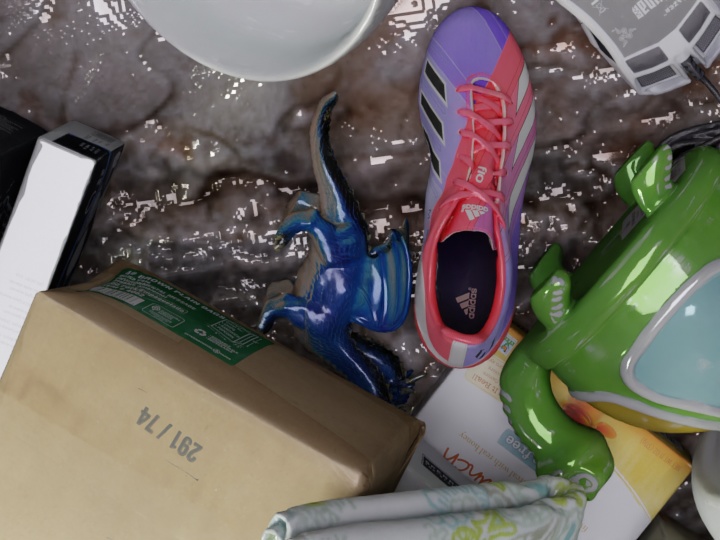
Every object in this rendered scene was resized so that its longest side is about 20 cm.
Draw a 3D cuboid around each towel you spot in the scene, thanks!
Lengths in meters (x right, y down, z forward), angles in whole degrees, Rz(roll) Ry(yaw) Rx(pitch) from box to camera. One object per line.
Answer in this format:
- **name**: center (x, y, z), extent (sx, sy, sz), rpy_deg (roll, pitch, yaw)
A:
- **towel**: center (0.018, 0.190, 1.116), extent (0.200, 0.048, 0.172), rpy_deg (-2, 119, -39)

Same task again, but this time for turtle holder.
- **turtle holder**: center (0.156, 0.030, 1.176), extent (0.132, 0.141, 0.186), rpy_deg (40, 75, -2)

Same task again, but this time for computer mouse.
- **computer mouse**: center (0.163, -0.139, 1.222), extent (0.110, 0.044, 0.200), rpy_deg (-36, 101, 13)

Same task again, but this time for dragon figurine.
- **dragon figurine**: center (0.000, 0.000, 1.242), extent (0.099, 0.059, 0.201), rpy_deg (12, 104, 0)

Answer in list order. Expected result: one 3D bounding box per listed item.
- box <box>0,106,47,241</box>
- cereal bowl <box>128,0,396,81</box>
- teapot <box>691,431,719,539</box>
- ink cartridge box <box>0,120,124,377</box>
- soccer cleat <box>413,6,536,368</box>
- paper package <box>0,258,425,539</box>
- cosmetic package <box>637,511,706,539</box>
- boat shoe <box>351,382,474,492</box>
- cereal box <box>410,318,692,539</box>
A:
- **box**: center (-0.268, 0.000, 1.198), extent (0.104, 0.182, 0.200), rpy_deg (26, 100, -1)
- **cereal bowl**: center (-0.049, -0.206, 1.182), extent (0.200, 0.083, 0.201), rpy_deg (16, 122, 28)
- **teapot**: center (0.282, 0.117, 1.185), extent (0.200, 0.198, 0.146), rpy_deg (-35, 107, 19)
- **ink cartridge box**: center (-0.188, 0.018, 1.238), extent (0.039, 0.099, 0.200), rpy_deg (23, 100, -2)
- **soccer cleat**: center (0.062, -0.047, 1.207), extent (0.066, 0.076, 0.201), rpy_deg (5, 84, -2)
- **paper package**: center (-0.096, 0.122, 1.164), extent (0.200, 0.103, 0.191), rpy_deg (28, 106, 12)
- **cosmetic package**: center (0.225, 0.233, 1.252), extent (0.200, 0.087, 0.104), rpy_deg (33, 98, -1)
- **boat shoe**: center (0.039, 0.151, 1.218), extent (0.200, 0.072, 0.068), rpy_deg (43, 107, -8)
- **cereal box**: center (0.073, 0.142, 1.271), extent (0.144, 0.040, 0.200), rpy_deg (36, 99, -2)
